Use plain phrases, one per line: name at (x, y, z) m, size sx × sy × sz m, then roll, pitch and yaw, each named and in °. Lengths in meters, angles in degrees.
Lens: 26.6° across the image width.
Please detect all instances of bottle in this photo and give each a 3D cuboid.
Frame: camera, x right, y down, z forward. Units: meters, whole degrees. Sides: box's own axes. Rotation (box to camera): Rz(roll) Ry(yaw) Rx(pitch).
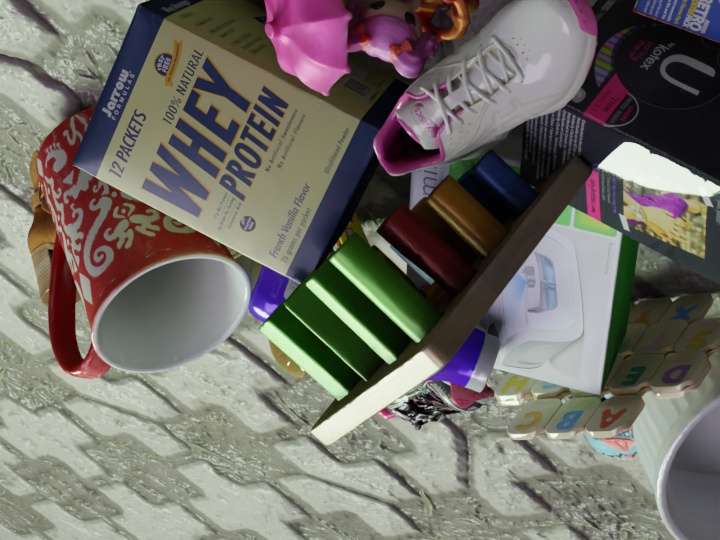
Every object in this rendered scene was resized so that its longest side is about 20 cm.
bottle at (0.012, 0.040, 1.212) m, size 0.199 × 0.066 × 0.084 m, roll 21°, pitch -178°, yaw 0°

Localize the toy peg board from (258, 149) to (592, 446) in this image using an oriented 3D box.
toy peg board at (0.033, -0.003, 1.067) m, size 0.098 × 0.199 × 0.200 m, roll 43°, pitch 148°, yaw -4°

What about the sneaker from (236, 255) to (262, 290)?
sneaker at (-0.160, -0.036, 1.431) m, size 0.199 × 0.092 × 0.076 m, roll 31°, pitch 121°, yaw 17°

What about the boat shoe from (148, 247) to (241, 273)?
boat shoe at (-0.130, -0.030, 1.364) m, size 0.073 × 0.200 × 0.063 m, roll 48°, pitch 161°, yaw 39°

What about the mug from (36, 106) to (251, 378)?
mug at (-0.207, -0.023, 1.257) m, size 0.200 × 0.177 × 0.134 m, roll 59°, pitch 179°, yaw 36°

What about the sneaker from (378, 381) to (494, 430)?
sneaker at (0.068, 0.122, 1.502) m, size 0.080 × 0.075 × 0.200 m, roll 36°, pitch 170°, yaw -13°

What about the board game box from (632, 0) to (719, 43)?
board game box at (0.290, -0.195, 0.968) m, size 0.199 × 0.046 × 0.152 m, roll 23°, pitch 148°, yaw 8°

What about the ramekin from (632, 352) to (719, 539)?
ramekin at (0.328, 0.137, 1.283) m, size 0.199 × 0.098 × 0.201 m, roll -6°, pitch 122°, yaw -10°

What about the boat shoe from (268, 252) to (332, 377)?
boat shoe at (-0.055, 0.006, 1.492) m, size 0.074 × 0.069 × 0.201 m, roll 27°, pitch 131°, yaw 36°

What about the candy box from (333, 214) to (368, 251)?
candy box at (0.000, 0.000, 1.355) m, size 0.026 × 0.201 × 0.102 m, roll -21°, pitch 140°, yaw -3°

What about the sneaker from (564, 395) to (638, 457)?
sneaker at (0.267, 0.123, 1.409) m, size 0.200 × 0.079 × 0.096 m, roll -15°, pitch 127°, yaw 47°

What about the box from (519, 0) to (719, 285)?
box at (0.225, -0.090, 1.059) m, size 0.199 × 0.122 × 0.106 m, roll 30°, pitch 151°, yaw 22°

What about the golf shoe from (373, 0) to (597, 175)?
golf shoe at (0.079, -0.116, 0.998) m, size 0.076 × 0.091 × 0.200 m, roll 56°, pitch 145°, yaw 7°

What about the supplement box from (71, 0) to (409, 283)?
supplement box at (-0.084, -0.115, 1.189) m, size 0.199 × 0.200 × 0.135 m, roll 27°, pitch 108°, yaw 1°

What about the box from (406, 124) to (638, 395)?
box at (0.132, -0.024, 1.228) m, size 0.176 × 0.097 × 0.201 m, roll 14°, pitch 126°, yaw 16°

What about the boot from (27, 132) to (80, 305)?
boot at (-0.251, -0.073, 1.441) m, size 0.076 × 0.156 × 0.200 m, roll 8°, pitch 149°, yaw -37°

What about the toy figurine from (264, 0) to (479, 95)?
toy figurine at (0.017, -0.193, 1.047) m, size 0.199 × 0.185 × 0.150 m, roll 26°, pitch 148°, yaw 2°

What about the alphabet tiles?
alphabet tiles at (0.210, 0.076, 1.280) m, size 0.199 × 0.196 × 0.015 m, roll -7°, pitch 119°, yaw 43°

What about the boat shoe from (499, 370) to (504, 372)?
boat shoe at (0.112, 0.035, 1.404) m, size 0.090 × 0.071 × 0.201 m, roll 1°, pitch 142°, yaw 30°
